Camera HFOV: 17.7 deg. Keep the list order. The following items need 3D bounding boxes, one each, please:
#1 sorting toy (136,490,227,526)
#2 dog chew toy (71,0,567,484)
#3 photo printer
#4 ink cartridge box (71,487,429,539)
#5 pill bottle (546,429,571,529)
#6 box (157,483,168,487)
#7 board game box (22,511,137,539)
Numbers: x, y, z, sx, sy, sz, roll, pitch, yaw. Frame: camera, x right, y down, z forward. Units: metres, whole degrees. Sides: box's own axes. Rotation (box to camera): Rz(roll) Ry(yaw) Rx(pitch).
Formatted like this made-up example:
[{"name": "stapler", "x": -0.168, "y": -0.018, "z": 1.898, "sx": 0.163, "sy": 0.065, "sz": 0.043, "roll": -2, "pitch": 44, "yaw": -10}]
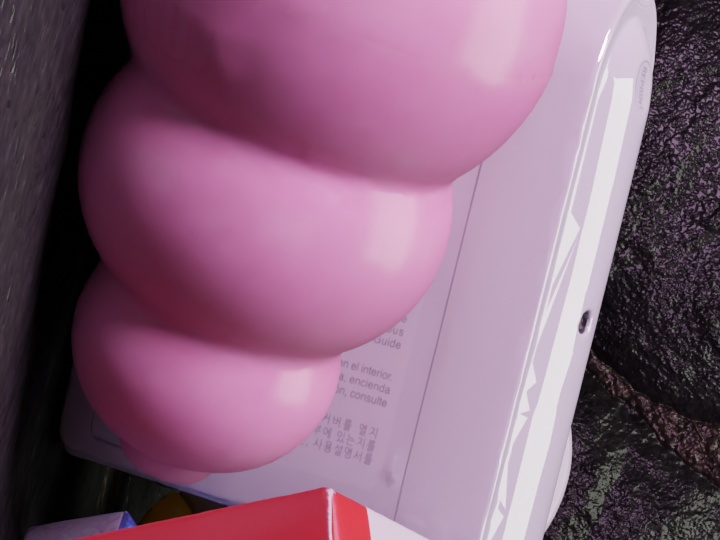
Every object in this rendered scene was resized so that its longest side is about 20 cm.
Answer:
[{"name": "sorting toy", "x": 0.013, "y": 0.156, "z": 0.807, "sx": 0.180, "sy": 0.106, "sz": 0.201, "roll": 47, "pitch": -18, "yaw": 44}, {"name": "dog chew toy", "x": -0.023, "y": -0.033, "z": 0.640, "sx": 0.125, "sy": 0.124, "sz": 0.201, "roll": -73, "pitch": -175, "yaw": -73}, {"name": "photo printer", "x": 0.001, "y": -0.019, "z": 0.728, "sx": 0.069, "sy": 0.165, "sz": 0.202, "roll": 6, "pitch": 98, "yaw": -67}, {"name": "ink cartridge box", "x": -0.029, "y": 0.114, "z": 0.633, "sx": 0.200, "sy": 0.115, "sz": 0.068, "roll": 36, "pitch": 45, "yaw": -57}, {"name": "pill bottle", "x": -0.002, "y": 0.078, "z": 1.121, "sx": 0.199, "sy": 0.111, "sz": 0.112, "roll": 6, "pitch": -100, "yaw": 52}, {"name": "box", "x": 0.000, "y": 0.000, "z": 0.889, "sx": 0.199, "sy": 0.049, "sz": 0.163, "roll": 6, "pitch": 101, "yaw": -47}, {"name": "board game box", "x": -0.067, "y": 0.214, "z": 0.695, "sx": 0.201, "sy": 0.041, "sz": 0.200, "roll": -75, "pitch": 146, "yaw": -48}]
